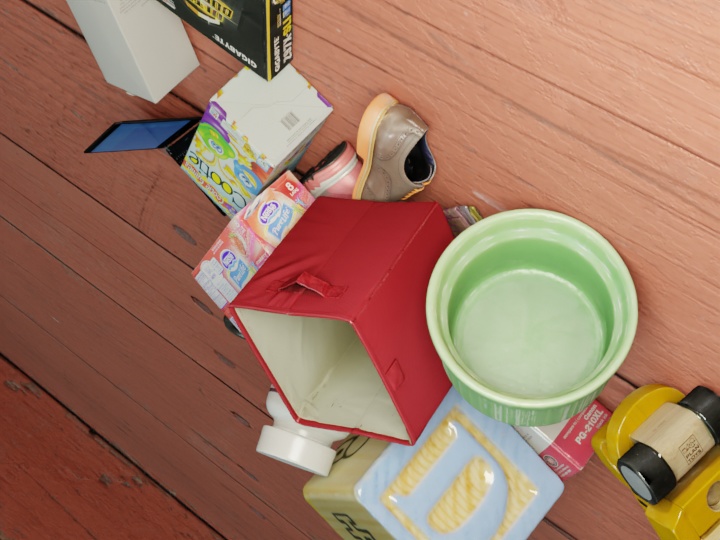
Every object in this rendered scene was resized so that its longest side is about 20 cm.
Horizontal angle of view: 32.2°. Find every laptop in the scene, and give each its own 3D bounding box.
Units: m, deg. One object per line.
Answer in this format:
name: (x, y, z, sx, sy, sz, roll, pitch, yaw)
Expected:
laptop: (-0.247, -0.133, 1.666, 0.200, 0.103, 0.177, 49, 156, -12)

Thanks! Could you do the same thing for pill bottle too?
pill bottle: (-0.047, 0.131, 1.466, 0.108, 0.203, 0.110, 18, 168, 4)

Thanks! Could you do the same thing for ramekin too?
ramekin: (0.163, 0.052, 1.206, 0.199, 0.201, 0.098, 35, 162, 19)

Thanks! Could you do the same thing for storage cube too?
storage cube: (0.004, 0.045, 1.295, 0.169, 0.180, 0.201, 5, 134, 39)

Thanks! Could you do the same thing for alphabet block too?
alphabet block: (0.080, 0.257, 1.463, 0.197, 0.195, 0.200, 48, 160, -7)

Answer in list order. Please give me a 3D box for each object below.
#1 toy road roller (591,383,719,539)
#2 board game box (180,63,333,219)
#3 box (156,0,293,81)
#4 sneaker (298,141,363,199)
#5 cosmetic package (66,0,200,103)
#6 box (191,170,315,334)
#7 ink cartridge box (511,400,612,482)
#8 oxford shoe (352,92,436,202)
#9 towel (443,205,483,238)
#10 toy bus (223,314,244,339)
toy road roller: (0.329, 0.208, 1.293, 0.201, 0.123, 0.146, 55, 168, -19)
board game box: (-0.124, -0.151, 1.436, 0.103, 0.105, 0.200, 44, 156, 0)
box: (-0.157, -0.310, 1.299, 0.199, 0.049, 0.160, 37, 154, 16)
sneaker: (-0.038, -0.077, 1.460, 0.087, 0.074, 0.200, 45, 156, -7)
cosmetic package: (-0.278, -0.306, 1.453, 0.107, 0.085, 0.201, 26, 152, 35)
box: (-0.112, -0.018, 1.454, 0.103, 0.095, 0.200, 47, 150, 1)
ink cartridge box: (0.183, 0.157, 1.475, 0.199, 0.084, 0.145, 41, 157, 6)
oxford shoe: (0.038, -0.094, 1.315, 0.072, 0.072, 0.201, 29, 152, 20)
towel: (0.103, -0.013, 1.404, 0.144, 0.023, 0.199, 51, 156, -18)
toy bus: (-0.073, 0.037, 1.661, 0.190, 0.137, 0.200, 24, 155, 2)
